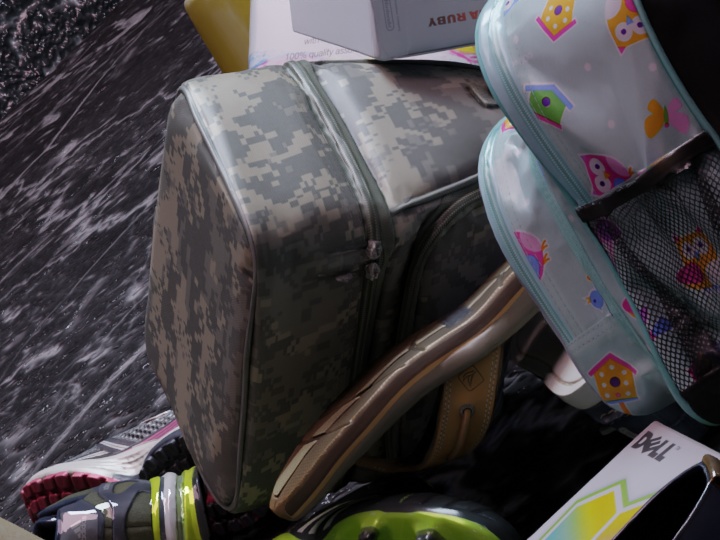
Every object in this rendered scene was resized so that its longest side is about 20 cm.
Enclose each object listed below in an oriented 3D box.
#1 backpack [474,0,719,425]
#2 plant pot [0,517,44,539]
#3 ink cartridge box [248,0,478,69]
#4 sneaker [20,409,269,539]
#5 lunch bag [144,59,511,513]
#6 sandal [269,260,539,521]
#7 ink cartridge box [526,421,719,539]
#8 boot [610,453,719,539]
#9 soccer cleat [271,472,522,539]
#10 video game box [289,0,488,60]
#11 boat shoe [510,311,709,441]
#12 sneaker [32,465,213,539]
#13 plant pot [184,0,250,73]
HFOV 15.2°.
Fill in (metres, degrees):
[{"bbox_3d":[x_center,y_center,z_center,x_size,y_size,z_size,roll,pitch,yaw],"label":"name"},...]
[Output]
[{"bbox_3d":[0.136,-0.053,1.050,0.153,0.200,0.176,-25,1,41],"label":"backpack"},{"bbox_3d":[-0.136,0.192,1.092,0.187,0.200,0.187,-37,16,12],"label":"plant pot"},{"bbox_3d":[0.018,-0.108,1.497,0.147,0.086,0.200,-3,76,25],"label":"ink cartridge box"},{"bbox_3d":[-0.103,0.116,1.469,0.200,0.081,0.075,-20,18,38],"label":"sneaker"},{"bbox_3d":[0.000,0.000,1.254,0.167,0.200,0.139,-11,43,-21],"label":"lunch bag"},{"bbox_3d":[0.043,0.048,1.157,0.200,0.054,0.080,-39,5,3],"label":"sandal"},{"bbox_3d":[0.108,0.114,0.983,0.200,0.059,0.104,-42,14,-5],"label":"ink cartridge box"},{"bbox_3d":[0.077,0.150,0.885,0.200,0.097,0.075,-40,15,1],"label":"boot"},{"bbox_3d":[0.018,0.118,1.188,0.081,0.068,0.200,-42,12,-31],"label":"soccer cleat"},{"bbox_3d":[0.070,-0.144,1.320,0.182,0.047,0.200,-8,11,-12],"label":"video game box"},{"bbox_3d":[0.116,0.033,1.185,0.075,0.062,0.200,-52,9,2],"label":"boat shoe"},{"bbox_3d":[-0.126,0.138,1.351,0.081,0.074,0.200,0,-18,-12],"label":"sneaker"},{"bbox_3d":[0.000,-0.137,1.655,0.201,0.189,0.201,-42,6,6],"label":"plant pot"}]
